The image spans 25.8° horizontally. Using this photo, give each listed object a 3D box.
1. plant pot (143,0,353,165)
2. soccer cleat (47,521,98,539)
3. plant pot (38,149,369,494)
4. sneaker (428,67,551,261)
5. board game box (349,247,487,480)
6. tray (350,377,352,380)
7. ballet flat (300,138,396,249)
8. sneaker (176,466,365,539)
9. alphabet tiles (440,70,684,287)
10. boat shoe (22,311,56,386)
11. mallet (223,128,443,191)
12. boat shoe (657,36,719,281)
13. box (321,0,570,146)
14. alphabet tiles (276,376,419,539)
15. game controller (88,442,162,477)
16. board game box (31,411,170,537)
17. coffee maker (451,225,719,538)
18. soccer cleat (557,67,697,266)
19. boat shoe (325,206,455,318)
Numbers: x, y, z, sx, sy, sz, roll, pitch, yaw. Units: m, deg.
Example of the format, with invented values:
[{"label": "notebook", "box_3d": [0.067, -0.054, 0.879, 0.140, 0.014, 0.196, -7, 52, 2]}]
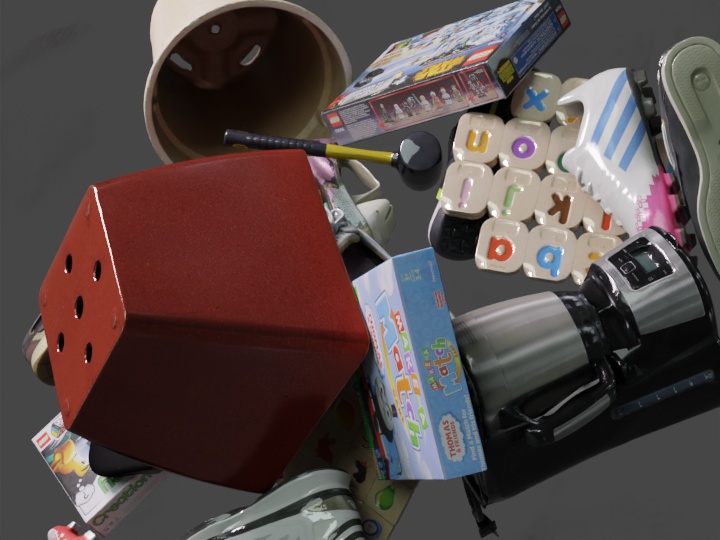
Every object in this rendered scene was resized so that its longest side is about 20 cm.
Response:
[{"label": "plant pot", "box_3d": [-0.126, -0.205, 1.532, 0.200, 0.201, 0.184, -34, 36, 5]}, {"label": "soccer cleat", "box_3d": [-0.217, 0.285, 1.301, 0.085, 0.069, 0.200, -45, 51, -10]}, {"label": "plant pot", "box_3d": [-0.134, 0.033, 1.196, 0.200, 0.175, 0.201, -55, 41, 39]}, {"label": "sneaker", "box_3d": [0.109, -0.092, 1.391, 0.083, 0.072, 0.201, -6, 50, 58]}, {"label": "board game box", "box_3d": [0.031, 0.073, 1.130, 0.036, 0.200, 0.153, -12, 85, -14]}, {"label": "tray", "box_3d": [-0.053, 0.053, 1.366, 0.099, 0.037, 0.201, -49, 41, 26]}, {"label": "ballet flat", "box_3d": [-0.010, -0.057, 1.430, 0.071, 0.069, 0.201, -18, 47, -7]}, {"label": "sneaker", "box_3d": [-0.078, 0.248, 1.236, 0.200, 0.075, 0.116, -34, 58, 22]}, {"label": "alphabet tiles", "box_3d": [0.171, -0.076, 1.309, 0.198, 0.015, 0.197, 9, 63, 10]}, {"label": "boat shoe", "box_3d": [-0.255, 0.016, 1.515, 0.065, 0.073, 0.200, 35, 80, 37]}, {"label": "mallet", "box_3d": [-0.023, -0.109, 1.396, 0.198, 0.066, 0.042, 9, 76, -4]}, {"label": "boat shoe", "box_3d": [0.276, -0.080, 1.216, 0.071, 0.202, 0.068, -18, 4, -5]}, {"label": "box", "box_3d": [0.076, -0.180, 1.413, 0.199, 0.040, 0.137, -12, 26, 43]}, {"label": "alphabet tiles", "box_3d": [-0.023, 0.107, 1.270, 0.199, 0.008, 0.168, 34, 105, 28]}, {"label": "game controller", "box_3d": [-0.182, 0.089, 1.390, 0.103, 0.042, 0.202, -6, 55, 26]}, {"label": "board game box", "box_3d": [-0.192, 0.128, 1.421, 0.200, 0.035, 0.126, -44, 47, -4]}, {"label": "coffee maker", "box_3d": [0.157, 0.079, 1.169, 0.198, 0.193, 0.135, -21, 62, -9]}, {"label": "soccer cleat", "box_3d": [0.211, -0.069, 1.263, 0.086, 0.070, 0.202, -19, 59, 16]}, {"label": "boat shoe", "box_3d": [0.000, 0.001, 1.309, 0.202, 0.065, 0.074, 45, 51, 11]}]
